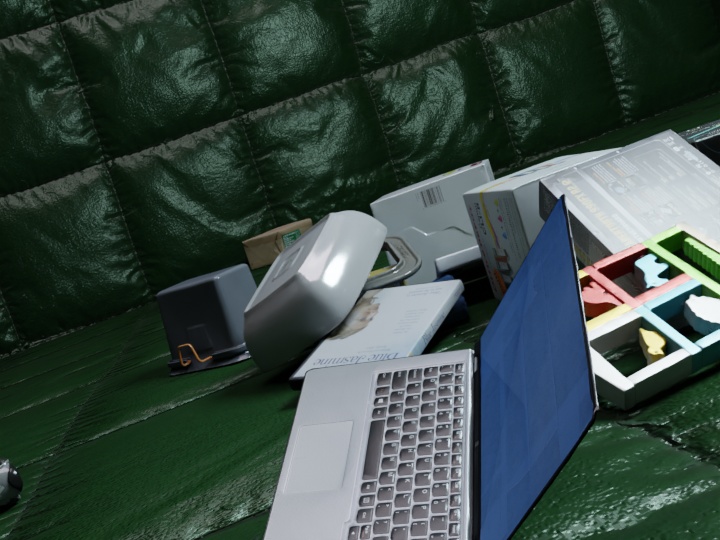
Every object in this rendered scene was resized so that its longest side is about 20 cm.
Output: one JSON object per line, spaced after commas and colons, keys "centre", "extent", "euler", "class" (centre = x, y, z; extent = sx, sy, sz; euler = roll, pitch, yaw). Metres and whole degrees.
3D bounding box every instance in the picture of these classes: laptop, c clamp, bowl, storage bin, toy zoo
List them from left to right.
{"centre": [-0.245, 0.079, 1.367], "extent": [0.197, 0.137, 0.145], "euler": [-15, 8, 37], "class": "storage bin"}
{"centre": [-0.067, 0.014, 1.077], "extent": [0.199, 0.075, 0.201], "euler": [-34, 19, 41], "class": "bowl"}
{"centre": [0.000, 0.000, 1.173], "extent": [0.168, 0.028, 0.201], "euler": [-21, 21, 2], "class": "c clamp"}
{"centre": [0.030, 0.068, 0.476], "extent": [0.195, 0.118, 0.189], "euler": [-8, 32, 14], "class": "laptop"}
{"centre": [0.216, 0.034, 0.650], "extent": [0.197, 0.021, 0.131], "euler": [-23, 36, -14], "class": "toy zoo"}

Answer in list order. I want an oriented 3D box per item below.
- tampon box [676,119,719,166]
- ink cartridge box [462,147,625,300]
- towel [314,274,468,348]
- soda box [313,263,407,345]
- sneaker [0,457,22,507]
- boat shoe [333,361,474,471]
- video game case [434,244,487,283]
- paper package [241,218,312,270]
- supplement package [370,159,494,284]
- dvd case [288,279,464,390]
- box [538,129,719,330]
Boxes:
{"centre": [0.439, -0.108, 0.936], "extent": [0.147, 0.129, 0.200], "euler": [-17, 6, 14], "class": "tampon box"}
{"centre": [0.225, -0.046, 0.974], "extent": [0.142, 0.148, 0.200], "euler": [-20, 6, -6], "class": "ink cartridge box"}
{"centre": [0.038, 0.062, 1.069], "extent": [0.196, 0.049, 0.112], "euler": [-19, 8, 5], "class": "towel"}
{"centre": [-0.026, 0.055, 1.216], "extent": [0.196, 0.069, 0.064], "euler": [-18, 8, 10], "class": "soda box"}
{"centre": [-0.418, 0.238, 0.880], "extent": [0.113, 0.077, 0.200], "euler": [-17, 6, -6], "class": "sneaker"}
{"centre": [0.037, 0.110, 0.596], "extent": [0.198, 0.075, 0.068], "euler": [-33, 26, -23], "class": "boat shoe"}
{"centre": [0.200, -0.023, 1.176], "extent": [0.196, 0.023, 0.182], "euler": [-18, -10, 3], "class": "video game case"}
{"centre": [-0.276, -0.093, 2.914], "extent": [0.188, 0.106, 0.199], "euler": [-15, 8, 36], "class": "paper package"}
{"centre": [0.138, -0.074, 1.390], "extent": [0.196, 0.159, 0.111], "euler": [-18, 6, 15], "class": "supplement package"}
{"centre": [0.022, 0.071, 0.957], "extent": [0.140, 0.018, 0.200], "euler": [-8, 25, 33], "class": "dvd case"}
{"centre": [0.282, -0.042, 0.785], "extent": [0.156, 0.049, 0.201], "euler": [-21, 41, -10], "class": "box"}
